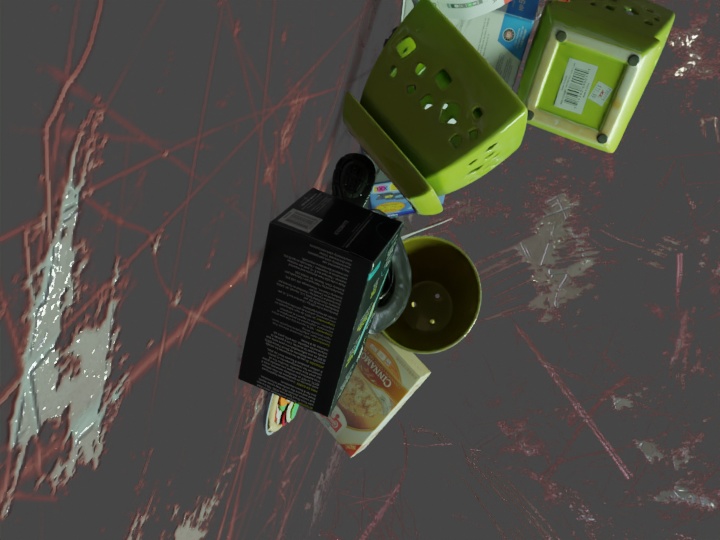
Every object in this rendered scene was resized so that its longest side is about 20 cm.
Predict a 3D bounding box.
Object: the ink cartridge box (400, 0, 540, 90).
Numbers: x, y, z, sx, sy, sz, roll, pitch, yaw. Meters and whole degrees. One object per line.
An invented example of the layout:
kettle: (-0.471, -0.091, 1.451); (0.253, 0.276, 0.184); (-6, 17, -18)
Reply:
ink cartridge box: (0.165, -0.380, 1.078); (0.147, 0.195, 0.086); (96, 14, -61)

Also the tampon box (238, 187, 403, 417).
tampon box: (-0.048, 0.034, 0.828); (0.150, 0.123, 0.205); (-53, 161, -64)

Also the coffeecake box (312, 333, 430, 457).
coffeecake box: (0.005, 0.206, 1.266); (0.201, 0.153, 0.073); (-50, 163, 14)

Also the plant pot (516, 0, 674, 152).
plant pot: (0.347, -0.310, 1.069); (0.182, 0.195, 0.204); (-52, 161, -51)

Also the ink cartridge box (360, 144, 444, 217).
ink cartridge box: (0.073, -0.149, 1.162); (0.200, 0.132, 0.079); (78, 3, -77)

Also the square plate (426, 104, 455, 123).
square plate: (0.107, -0.236, 1.165); (0.201, 0.193, 0.029); (107, -37, -66)

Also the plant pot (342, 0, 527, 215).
plant pot: (0.092, -0.197, 0.934); (0.181, 0.200, 0.200); (-42, 170, 6)

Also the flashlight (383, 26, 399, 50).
flashlight: (0.065, -0.298, 1.088); (0.200, 0.066, 0.070); (57, 27, -76)

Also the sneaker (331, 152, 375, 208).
sneaker: (-0.025, -0.057, 0.980); (0.091, 0.074, 0.205); (90, 21, -78)

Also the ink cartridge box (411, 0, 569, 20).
ink cartridge box: (0.140, -0.361, 0.819); (0.051, 0.195, 0.161); (-67, 155, -11)

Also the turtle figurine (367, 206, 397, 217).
turtle figurine: (0.076, -0.157, 1.363); (0.151, 0.100, 0.200); (-55, -178, -9)

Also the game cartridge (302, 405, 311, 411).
game cartridge: (-0.066, 0.093, 1.041); (0.131, 0.037, 0.205); (-67, 158, -51)

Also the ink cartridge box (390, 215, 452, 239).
ink cartridge box: (0.077, -0.080, 1.301); (0.046, 0.172, 0.200); (66, 14, 0)

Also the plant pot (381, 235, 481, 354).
plant pot: (0.119, 0.056, 1.256); (0.142, 0.195, 0.205); (57, 53, -74)

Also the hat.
hat: (0.000, 0.000, 1.146); (0.197, 0.079, 0.208); (-2, 93, -47)

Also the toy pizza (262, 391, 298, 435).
toy pizza: (-0.102, 0.166, 1.106); (0.200, 0.031, 0.206); (20, 89, -83)

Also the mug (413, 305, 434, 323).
mug: (0.043, 0.078, 1.394); (0.153, 0.182, 0.154); (-26, 98, -77)
